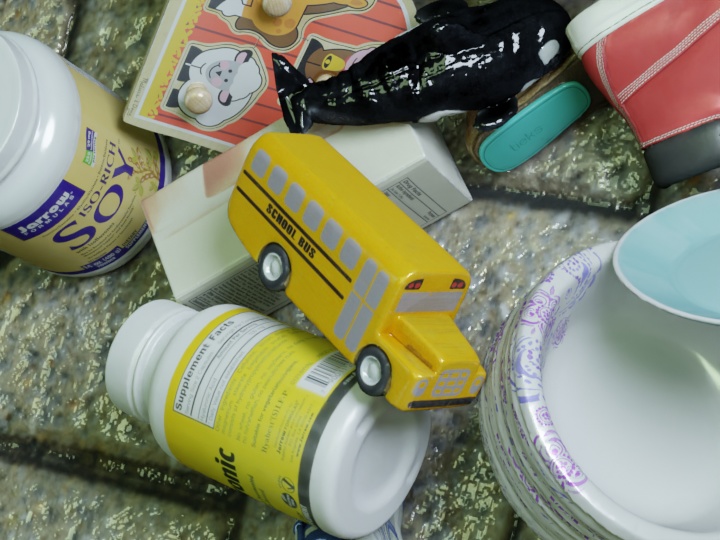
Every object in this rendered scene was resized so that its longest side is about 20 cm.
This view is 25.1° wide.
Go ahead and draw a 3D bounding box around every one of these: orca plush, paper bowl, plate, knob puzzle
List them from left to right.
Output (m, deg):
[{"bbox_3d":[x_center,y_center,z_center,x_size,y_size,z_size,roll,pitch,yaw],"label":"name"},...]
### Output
[{"bbox_3d":[-0.042,-0.144,1.115,0.220,0.220,0.030,-31,39,12],"label":"knob puzzle"},{"bbox_3d":[0.042,-0.147,1.038,0.200,0.071,0.105,-4,62,1],"label":"orca plush"},{"bbox_3d":[0.166,0.091,0.974,0.200,0.104,0.201,9,60,-16],"label":"paper bowl"},{"bbox_3d":[0.245,-0.004,0.923,0.200,0.200,0.026,0,115,22],"label":"plate"}]

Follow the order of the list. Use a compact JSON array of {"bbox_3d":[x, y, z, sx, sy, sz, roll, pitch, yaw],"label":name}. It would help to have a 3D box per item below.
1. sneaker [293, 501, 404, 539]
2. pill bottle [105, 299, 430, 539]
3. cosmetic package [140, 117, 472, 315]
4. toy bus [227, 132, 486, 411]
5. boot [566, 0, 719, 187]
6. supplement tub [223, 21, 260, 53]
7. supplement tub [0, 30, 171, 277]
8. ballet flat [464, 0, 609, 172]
[{"bbox_3d":[-0.011,0.163,1.067,0.075,0.088,0.200,-29,66,15],"label":"sneaker"},{"bbox_3d":[-0.064,0.086,1.035,0.200,0.111,0.111,21,85,33],"label":"pill bottle"},{"bbox_3d":[-0.038,-0.049,1.126,0.200,0.103,0.087,-28,66,12],"label":"cosmetic package"},{"bbox_3d":[0.000,0.000,0.980,0.200,0.065,0.078,44,119,37],"label":"toy bus"},{"bbox_3d":[0.245,-0.140,0.988,0.200,0.072,0.144,-33,82,22],"label":"boot"},{"bbox_3d":[-0.037,-0.248,1.156,0.200,0.140,0.140,-38,65,9],"label":"supplement tub"},{"bbox_3d":[-0.241,-0.085,1.163,0.145,0.200,0.146,-6,74,21],"label":"supplement tub"},{"bbox_3d":[0.155,-0.141,1.100,0.200,0.068,0.072,-31,47,16],"label":"ballet flat"}]
